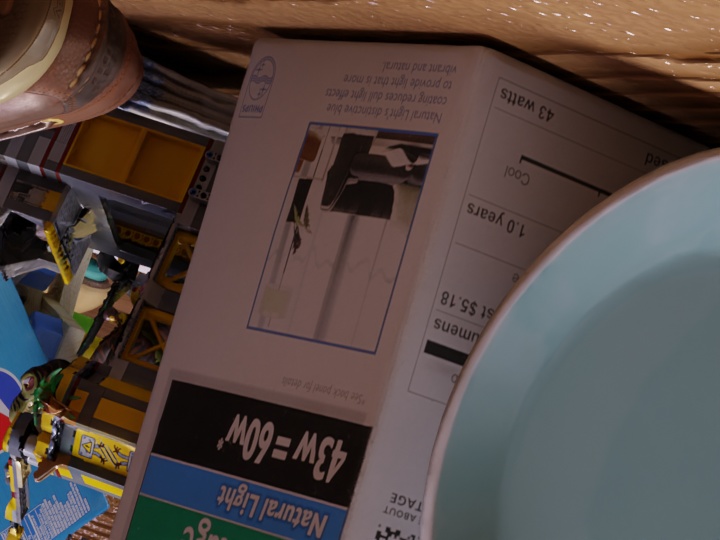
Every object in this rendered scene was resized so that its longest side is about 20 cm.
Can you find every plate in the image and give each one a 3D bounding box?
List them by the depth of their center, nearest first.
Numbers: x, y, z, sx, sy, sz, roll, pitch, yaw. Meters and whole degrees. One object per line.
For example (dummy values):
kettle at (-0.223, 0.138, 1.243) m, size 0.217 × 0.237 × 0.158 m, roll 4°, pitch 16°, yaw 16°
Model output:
plate at (0.096, 0.062, 0.788) m, size 0.199 × 0.201 × 0.026 m, roll 20°, pitch -179°, yaw -33°

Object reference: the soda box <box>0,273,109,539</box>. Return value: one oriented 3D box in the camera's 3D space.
soda box at (-0.166, 0.016, 1.017) m, size 0.068 × 0.064 × 0.201 m, roll 15°, pitch 132°, yaw 50°

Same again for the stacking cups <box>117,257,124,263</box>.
stacking cups at (0.000, 0.000, 1.168) m, size 0.199 × 0.061 × 0.060 m, roll 18°, pitch 174°, yaw -12°

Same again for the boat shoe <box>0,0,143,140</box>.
boat shoe at (-0.153, -0.059, 0.847) m, size 0.199 × 0.073 × 0.067 m, roll -3°, pitch 159°, yaw 35°

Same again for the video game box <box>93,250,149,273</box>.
video game box at (-0.070, -0.016, 1.313) m, size 0.182 × 0.047 × 0.199 m, roll 15°, pitch 175°, yaw 45°

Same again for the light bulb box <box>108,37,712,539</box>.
light bulb box at (0.047, 0.055, 0.856) m, size 0.197 × 0.201 × 0.124 m, roll 21°, pitch 173°, yaw -34°

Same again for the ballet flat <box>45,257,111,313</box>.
ballet flat at (-0.184, -0.005, 1.423) m, size 0.068 × 0.063 × 0.200 m, roll 23°, pitch -172°, yaw -34°

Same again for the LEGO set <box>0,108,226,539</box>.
LEGO set at (-0.092, 0.028, 0.961) m, size 0.115 × 0.155 × 0.200 m, roll 18°, pitch 167°, yaw 12°

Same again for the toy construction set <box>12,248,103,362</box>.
toy construction set at (-0.157, -0.009, 1.145) m, size 0.092 × 0.132 × 0.199 m, roll 25°, pitch 158°, yaw -36°

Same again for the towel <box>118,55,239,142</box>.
towel at (-0.135, -0.083, 0.968) m, size 0.199 × 0.024 × 0.147 m, roll 22°, pitch 175°, yaw -28°
